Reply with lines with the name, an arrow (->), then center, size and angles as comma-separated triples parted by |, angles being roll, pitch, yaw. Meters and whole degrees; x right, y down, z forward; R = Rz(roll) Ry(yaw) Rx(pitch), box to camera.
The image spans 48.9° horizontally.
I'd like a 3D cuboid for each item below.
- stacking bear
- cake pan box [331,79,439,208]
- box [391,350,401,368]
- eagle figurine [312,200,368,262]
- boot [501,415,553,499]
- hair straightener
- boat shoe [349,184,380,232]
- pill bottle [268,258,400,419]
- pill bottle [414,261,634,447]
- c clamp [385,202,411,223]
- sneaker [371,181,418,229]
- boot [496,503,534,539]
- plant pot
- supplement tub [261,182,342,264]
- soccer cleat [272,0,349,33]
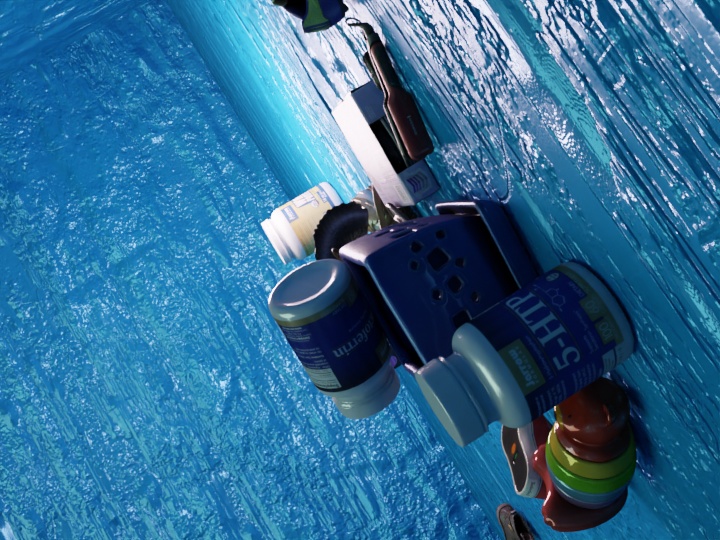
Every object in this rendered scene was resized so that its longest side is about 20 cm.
stacking bear -> 0.269, 0.203, 0.934 | 0.122, 0.114, 0.200 | -90, -7, -46
cake pan box -> 0.033, -0.184, 1.187 | 0.184, 0.052, 0.200 | 57, 173, -7
box -> 0.052, 0.160, 2.176 | 0.149, 0.124, 0.200 | 62, 172, -33
eagle figurine -> 0.007, -0.002, 1.175 | 0.200, 0.151, 0.152 | -101, 9, -67
boot -> 0.282, 0.253, 1.122 | 0.200, 0.144, 0.072 | -89, 13, -60
hair straightener -> 0.030, -0.234, 1.024 | 0.200, 0.041, 0.077 | 60, 173, -10
boat shoe -> 0.040, -0.091, 1.441 | 0.075, 0.068, 0.200 | 63, 172, -32
pill bottle -> -0.028, 0.094, 1.043 | 0.200, 0.116, 0.116 | 62, 172, -28
pill bottle -> 0.163, 0.089, 0.809 | 0.120, 0.200, 0.120 | 57, 173, 11
c clamp -> 0.111, -0.021, 1.198 | 0.200, 0.027, 0.171 | 48, -178, 40
sneaker -> 0.070, -0.081, 1.332 | 0.070, 0.075, 0.200 | 46, -147, -76
boot -> 0.430, 0.718, 2.111 | 0.200, 0.069, 0.174 | 61, 174, 1
plant pot -> 0.107, 0.018, 0.984 | 0.200, 0.180, 0.200 | 60, 174, -9
supplement tub -> -0.136, -0.118, 2.013 | 0.145, 0.200, 0.145 | 57, 172, 12
soccer cleat -> -0.092, -0.391, 1.045 | 0.200, 0.084, 0.065 | 56, 173, 25
